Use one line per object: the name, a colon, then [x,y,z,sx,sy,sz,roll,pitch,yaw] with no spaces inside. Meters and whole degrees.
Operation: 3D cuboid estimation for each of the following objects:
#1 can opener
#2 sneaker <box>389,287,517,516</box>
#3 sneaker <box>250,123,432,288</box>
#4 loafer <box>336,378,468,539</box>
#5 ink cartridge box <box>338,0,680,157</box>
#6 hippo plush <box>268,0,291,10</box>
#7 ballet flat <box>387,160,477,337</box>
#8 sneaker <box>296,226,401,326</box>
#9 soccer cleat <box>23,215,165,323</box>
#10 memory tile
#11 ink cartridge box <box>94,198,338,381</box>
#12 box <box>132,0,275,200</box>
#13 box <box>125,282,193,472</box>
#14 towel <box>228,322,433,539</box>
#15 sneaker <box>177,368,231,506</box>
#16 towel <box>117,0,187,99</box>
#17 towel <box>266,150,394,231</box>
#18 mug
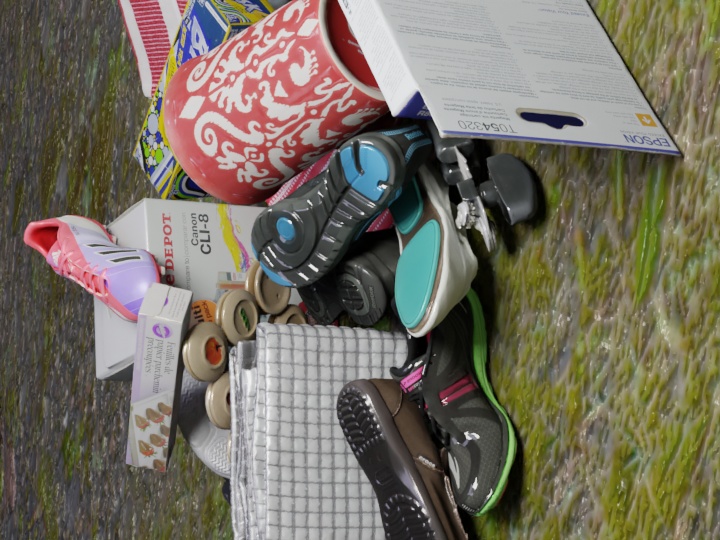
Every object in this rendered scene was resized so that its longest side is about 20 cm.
can opener: [0.087,-0.098,1.228,0.053,0.066,0.201,72,178,-50]
sneaker: [0.065,0.101,1.208,0.077,0.083,0.202,-50,46,48]
sneaker: [-0.014,-0.050,1.247,0.200,0.082,0.074,-35,88,44]
loafer: [0.053,0.173,1.230,0.073,0.071,0.202,-27,84,54]
ink cartridge box: [0.097,-0.141,1.059,0.043,0.194,0.201,-61,38,40]
hippo plush: [-0.117,-0.259,1.495,0.199,0.158,0.163,19,103,59]
ballet flat: [0.062,-0.020,1.221,0.201,0.069,0.070,-98,28,-48]
sneaker: [0.000,0.000,1.335,0.199,0.090,0.077,12,128,61]
soccer cleat: [-0.237,-0.002,1.367,0.200,0.076,0.067,34,114,55]
memory tile: [-0.079,0.105,1.350,0.017,0.153,0.202,-4,119,36]
ink cartridge box: [-0.142,0.025,1.468,0.144,0.198,0.147,-28,64,57]
box: [-0.139,-0.161,1.387,0.070,0.064,0.201,52,134,31]
box: [-0.175,0.096,1.327,0.042,0.038,0.201,-78,1,-46]
towel: [-0.028,0.149,1.290,0.085,0.164,0.202,156,114,-64]
sneaker: [-0.118,0.175,1.456,0.076,0.200,0.114,-48,10,-22]
towel: [-0.169,-0.224,1.480,0.199,0.023,0.145,16,128,46]
towel: [-0.047,-0.093,1.393,0.200,0.022,0.145,51,134,12]
mug: [-0.037,-0.156,1.236,0.199,0.177,0.134,-26,91,47]
